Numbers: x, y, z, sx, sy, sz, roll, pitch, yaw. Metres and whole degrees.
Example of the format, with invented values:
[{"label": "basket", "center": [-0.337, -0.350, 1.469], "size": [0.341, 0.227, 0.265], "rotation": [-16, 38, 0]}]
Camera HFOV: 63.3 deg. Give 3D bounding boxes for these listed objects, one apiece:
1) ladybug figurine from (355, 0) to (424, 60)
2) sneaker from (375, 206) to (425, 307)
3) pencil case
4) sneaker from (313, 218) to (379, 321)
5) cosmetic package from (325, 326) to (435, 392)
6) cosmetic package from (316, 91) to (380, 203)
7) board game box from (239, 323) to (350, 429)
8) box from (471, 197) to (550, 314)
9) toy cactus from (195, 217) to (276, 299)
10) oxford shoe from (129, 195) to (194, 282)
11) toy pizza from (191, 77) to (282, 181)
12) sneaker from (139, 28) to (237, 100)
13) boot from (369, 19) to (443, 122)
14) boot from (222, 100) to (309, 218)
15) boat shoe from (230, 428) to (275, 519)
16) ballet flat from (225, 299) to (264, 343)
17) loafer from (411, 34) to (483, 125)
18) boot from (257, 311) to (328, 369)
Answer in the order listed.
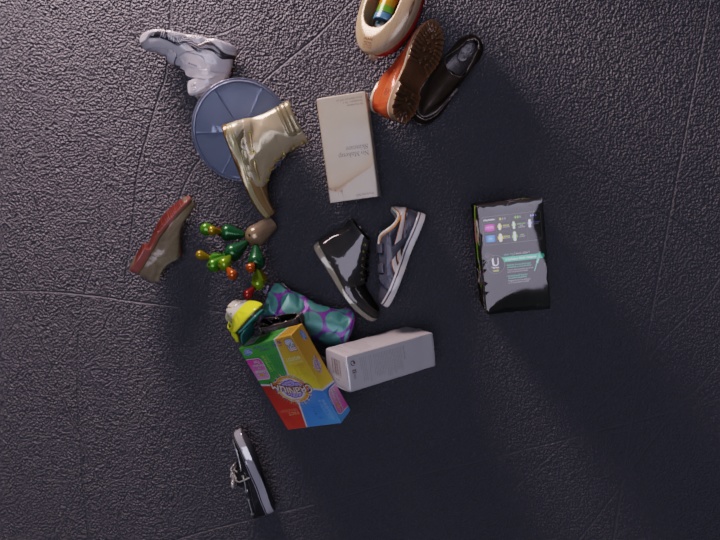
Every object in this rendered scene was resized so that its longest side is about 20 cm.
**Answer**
[{"label": "ladybug figurine", "center": [0.062, -0.493, 1.109], "size": [0.135, 0.072, 0.203], "rotation": [28, 96, 38]}, {"label": "sneaker", "center": [0.061, -0.032, 1.181], "size": [0.078, 0.078, 0.203], "rotation": [20, 88, -2]}, {"label": "pencil case", "center": [-0.108, 0.092, 1.208], "size": [0.197, 0.085, 0.094], "rotation": [20, 70, 2]}, {"label": "sneaker", "center": [0.000, 0.000, 1.190], "size": [0.106, 0.075, 0.201], "rotation": [-36, 92, 11]}, {"label": "cosmetic package", "center": [0.040, 0.171, 1.152], "size": [0.197, 0.101, 0.075], "rotation": [-10, 98, -26]}, {"label": "cosmetic package", "center": [-0.022, -0.242, 1.164], "size": [0.102, 0.073, 0.204], "rotation": [-8, 96, 6]}, {"label": "board game box", "center": [-0.128, 0.211, 1.134], "size": [0.151, 0.040, 0.202], "rotation": [-18, 107, 37]}, {"label": "box", "center": [0.285, -0.033, 1.121], "size": [0.122, 0.149, 0.204], "rotation": [-6, 96, 7]}, {"label": "toy cactus", "center": [-0.239, -0.042, 1.199], "size": [0.164, 0.103, 0.199], "rotation": [-40, 58, -18]}, {"label": "oxford shoe", "center": [-0.404, -0.066, 1.238], "size": [0.074, 0.071, 0.201], "rotation": [35, 99, -27]}, {"label": "toy pizza", "center": [-0.240, -0.284, 1.183], "size": [0.196, 0.032, 0.204], "rotation": [-4, 110, -12]}, {"label": "sneaker", "center": [-0.351, -0.409, 1.172], "size": [0.196, 0.075, 0.117], "rotation": [9, 95, 1]}, {"label": "boot", "center": [0.083, -0.388, 1.125], "size": [0.074, 0.107, 0.202], "rotation": [26, 91, -36]}, {"label": "boot", "center": [-0.170, -0.220, 1.168], "size": [0.153, 0.073, 0.203], "rotation": [-23, 110, -6]}, {"label": "boat shoe", "center": [-0.250, 0.446, 1.275], "size": [0.067, 0.074, 0.202], "rotation": [-20, 104, -7]}, {"label": "ballet flat", "center": [-0.242, 0.096, 1.179], "size": [0.067, 0.200, 0.067], "rotation": [46, 64, 4]}, {"label": "loafer", "center": [0.162, -0.374, 1.128], "size": [0.073, 0.071, 0.201], "rotation": [35, 99, 0]}, {"label": "boot", "center": [-0.153, 0.167, 1.189], "size": [0.198, 0.070, 0.175], "rotation": [-22, 113, 30]}]
